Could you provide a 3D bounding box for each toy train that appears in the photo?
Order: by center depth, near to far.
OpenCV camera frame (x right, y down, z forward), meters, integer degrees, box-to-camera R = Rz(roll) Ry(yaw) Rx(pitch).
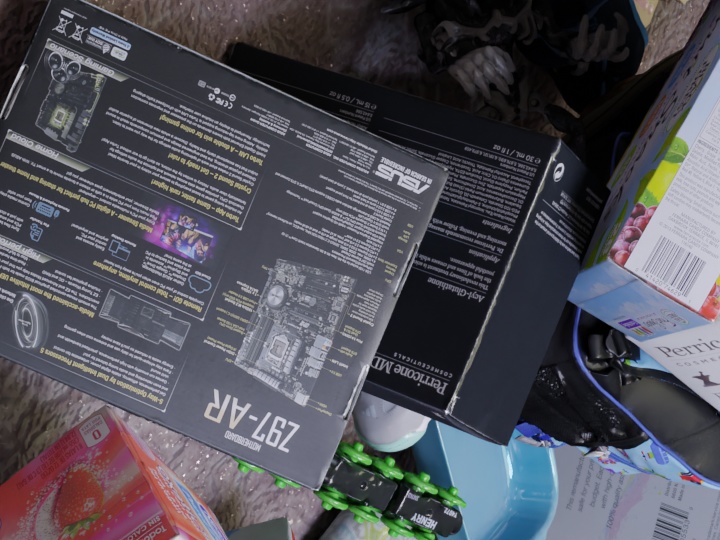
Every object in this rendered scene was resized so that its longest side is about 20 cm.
[{"bbox_3d":[-0.014,0.112,1.181,0.199,0.056,0.042,29,90,-44],"label":"toy train"}]

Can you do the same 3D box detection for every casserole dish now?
[{"bbox_3d":[0.070,0.098,1.298,0.121,0.039,0.201,-38,118,-50],"label":"casserole dish"}]

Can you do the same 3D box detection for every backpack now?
[{"bbox_3d":[0.165,0.038,1.264,0.200,0.134,0.184,39,53,-34],"label":"backpack"}]

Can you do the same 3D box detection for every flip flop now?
[{"bbox_3d":[0.174,-0.088,1.305,0.081,0.200,0.058,36,34,-27],"label":"flip flop"}]

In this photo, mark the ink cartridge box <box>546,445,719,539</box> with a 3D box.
[{"bbox_3d":[0.197,0.124,1.390,0.083,0.199,0.147,-4,109,-57],"label":"ink cartridge box"}]

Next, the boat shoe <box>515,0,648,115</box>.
[{"bbox_3d":[0.128,-0.150,1.262,0.069,0.084,0.200,-61,144,-8],"label":"boat shoe"}]

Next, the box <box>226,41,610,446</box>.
[{"bbox_3d":[0.003,-0.015,1.038,0.079,0.199,0.142,37,76,-57],"label":"box"}]

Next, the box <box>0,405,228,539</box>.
[{"bbox_3d":[-0.150,0.173,0.930,0.200,0.095,0.103,-38,135,-1],"label":"box"}]

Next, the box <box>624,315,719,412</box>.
[{"bbox_3d":[0.273,-0.034,1.151,0.130,0.198,0.201,36,56,-32],"label":"box"}]

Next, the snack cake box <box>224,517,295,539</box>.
[{"bbox_3d":[-0.042,0.252,1.135,0.115,0.067,0.201,-100,176,-69],"label":"snack cake box"}]

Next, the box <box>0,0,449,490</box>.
[{"bbox_3d":[-0.080,-0.012,0.943,0.044,0.199,0.161,171,-58,-79],"label":"box"}]

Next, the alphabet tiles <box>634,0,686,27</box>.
[{"bbox_3d":[0.197,-0.262,1.364,0.195,0.015,0.201,25,85,-56],"label":"alphabet tiles"}]

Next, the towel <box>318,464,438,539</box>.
[{"bbox_3d":[-0.002,0.242,1.300,0.172,0.048,0.201,-54,143,-29],"label":"towel"}]

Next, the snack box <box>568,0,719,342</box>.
[{"bbox_3d":[0.182,-0.068,1.051,0.201,0.067,0.169,-61,-179,-6],"label":"snack box"}]

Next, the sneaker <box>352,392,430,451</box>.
[{"bbox_3d":[0.000,0.000,1.164,0.139,0.077,0.202,9,89,-55],"label":"sneaker"}]

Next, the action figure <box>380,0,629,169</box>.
[{"bbox_3d":[0.089,-0.111,1.140,0.118,0.102,0.201,-22,96,-21],"label":"action figure"}]
